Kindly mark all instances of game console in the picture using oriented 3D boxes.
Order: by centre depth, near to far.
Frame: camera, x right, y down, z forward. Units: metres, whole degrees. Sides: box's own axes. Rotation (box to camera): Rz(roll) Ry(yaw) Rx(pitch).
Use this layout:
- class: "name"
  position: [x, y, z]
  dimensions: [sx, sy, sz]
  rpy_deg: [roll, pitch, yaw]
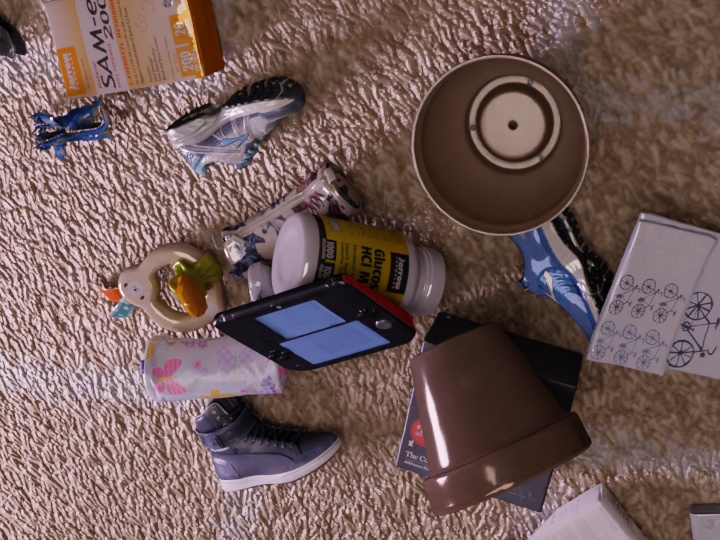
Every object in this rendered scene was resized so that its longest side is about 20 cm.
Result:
- class: "game console"
  position: [-0.050, 0.067, 1.343]
  dimensions: [0.197, 0.176, 0.032]
  rpy_deg: [-18, 61, 29]

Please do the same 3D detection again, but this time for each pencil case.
- class: "pencil case"
  position: [-0.090, -0.063, 1.431]
  dimensions: [0.198, 0.089, 0.079]
  rpy_deg: [-32, 68, 24]
- class: "pencil case"
  position: [-0.193, 0.126, 1.517]
  dimensions: [0.196, 0.083, 0.092]
  rpy_deg: [-4, 71, 7]

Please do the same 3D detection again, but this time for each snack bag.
- class: "snack bag"
  position: [0.382, 0.040, 1.326]
  dimensions: [0.196, 0.021, 0.191]
  rpy_deg: [12, 112, -13]

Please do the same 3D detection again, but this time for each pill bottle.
- class: "pill bottle"
  position: [0.000, 0.000, 1.377]
  dimensions: [0.197, 0.113, 0.114]
  rpy_deg: [9, 117, -25]

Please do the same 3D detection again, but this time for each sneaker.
- class: "sneaker"
  position: [0.246, 0.008, 1.376]
  dimensions: [0.088, 0.078, 0.202]
  rpy_deg: [-26, 99, 38]
- class: "sneaker"
  position: [-0.146, -0.180, 1.426]
  dimensions: [0.197, 0.078, 0.087]
  rpy_deg: [-15, 117, 28]
- class: "sneaker"
  position: [-0.057, 0.043, 1.444]
  dimensions: [0.113, 0.076, 0.201]
  rpy_deg: [-24, 132, 15]
- class: "sneaker"
  position: [-0.544, -0.310, 1.493]
  dimensions: [0.196, 0.060, 0.106]
  rpy_deg: [-11, 101, 16]
- class: "sneaker"
  position: [-0.136, 0.218, 1.552]
  dimensions: [0.199, 0.077, 0.148]
  rpy_deg: [-17, 106, 22]

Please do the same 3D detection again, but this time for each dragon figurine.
- class: "dragon figurine"
  position: [-0.372, -0.181, 1.446]
  dimensions: [0.098, 0.200, 0.060]
  rpy_deg: [-21, 109, -17]

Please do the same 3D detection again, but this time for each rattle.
- class: "rattle"
  position: [-0.286, 0.046, 1.506]
  dimensions: [0.196, 0.144, 0.132]
  rpy_deg: [-3, 127, 11]

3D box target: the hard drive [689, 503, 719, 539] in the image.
- class: "hard drive"
  position: [0.502, 0.396, 1.457]
  dimensions: [0.129, 0.026, 0.204]
  rpy_deg: [-6, 108, 18]

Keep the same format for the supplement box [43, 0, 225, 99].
- class: "supplement box"
  position: [-0.282, -0.294, 1.414]
  dimensions: [0.196, 0.074, 0.128]
  rpy_deg: [-6, 107, 19]

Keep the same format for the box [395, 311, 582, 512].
- class: "box"
  position: [0.163, 0.178, 1.436]
  dimensions: [0.197, 0.104, 0.185]
  rpy_deg: [15, 111, 10]

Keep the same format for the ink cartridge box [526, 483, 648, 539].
- class: "ink cartridge box"
  position: [0.293, 0.401, 1.512]
  dimensions: [0.199, 0.050, 0.162]
  rpy_deg: [-37, 96, 28]

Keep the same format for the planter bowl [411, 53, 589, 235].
- class: "planter bowl"
  position: [0.168, -0.156, 1.298]
  dimensions: [0.196, 0.135, 0.204]
  rpy_deg: [5, 110, 14]

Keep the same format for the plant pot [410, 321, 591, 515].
- class: "plant pot"
  position: [0.142, 0.160, 1.292]
  dimensions: [0.198, 0.200, 0.177]
  rpy_deg: [-26, 82, 23]
